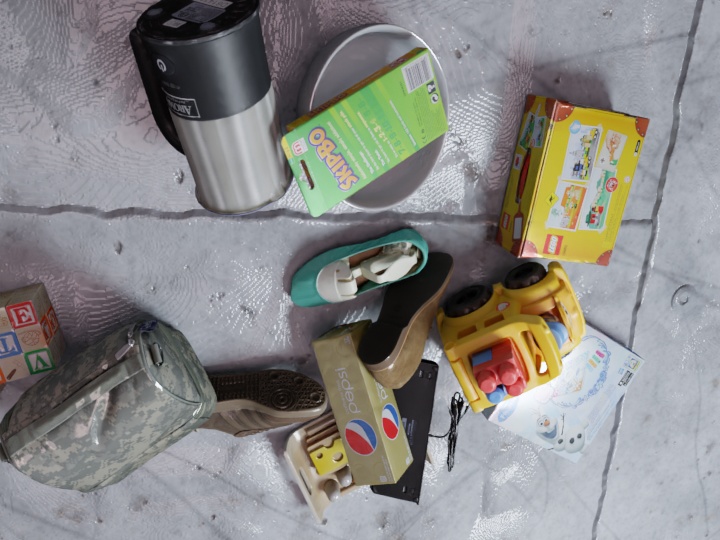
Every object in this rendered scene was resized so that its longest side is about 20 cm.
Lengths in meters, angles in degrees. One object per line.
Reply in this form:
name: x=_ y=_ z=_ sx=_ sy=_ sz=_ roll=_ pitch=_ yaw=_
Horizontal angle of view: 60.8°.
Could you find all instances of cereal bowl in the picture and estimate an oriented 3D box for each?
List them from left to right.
cereal bowl: x=0.006 y=-0.178 z=0.717 sx=0.195 sy=0.083 sz=0.206 roll=-13 pitch=115 yaw=-30

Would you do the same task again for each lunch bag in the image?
lunch bag: x=-0.281 y=0.150 z=0.699 sx=0.197 sy=0.168 sz=0.141 roll=-32 pitch=78 yaw=-1

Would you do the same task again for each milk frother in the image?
milk frother: x=-0.123 y=-0.204 z=0.651 sx=0.197 sy=0.180 sz=0.191 roll=-31 pitch=139 yaw=-22

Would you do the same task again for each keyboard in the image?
keyboard: x=0.084 y=0.226 z=0.858 sx=0.123 sy=0.021 sz=0.207 roll=9 pitch=99 yaw=10

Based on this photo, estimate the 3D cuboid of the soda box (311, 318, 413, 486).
soda box: x=0.004 y=0.174 z=0.816 sx=0.066 sy=0.064 sz=0.206 roll=-14 pitch=96 yaw=31

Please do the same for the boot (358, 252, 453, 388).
boot: x=0.069 y=0.063 z=0.815 sx=0.202 sy=0.072 sz=0.076 roll=-55 pitch=134 yaw=-26

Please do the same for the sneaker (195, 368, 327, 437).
sneaker: x=-0.140 y=0.181 z=0.818 sx=0.193 sy=0.071 sz=0.077 roll=3 pitch=129 yaw=1

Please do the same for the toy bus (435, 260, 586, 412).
toy bus: x=0.203 y=0.096 z=0.803 sx=0.196 sy=0.193 sz=0.138 roll=-25 pitch=103 yaw=13

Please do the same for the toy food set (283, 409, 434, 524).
toy food set: x=0.000 y=0.269 z=0.894 sx=0.196 sy=0.060 sz=0.147 roll=-26 pitch=114 yaw=-6

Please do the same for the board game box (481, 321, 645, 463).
board game box: x=0.314 y=0.177 z=0.958 sx=0.196 sy=0.043 sz=0.203 roll=28 pitch=100 yaw=-22

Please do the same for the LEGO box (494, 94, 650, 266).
LEGO box: x=0.281 y=-0.118 z=0.830 sx=0.144 sy=0.077 sz=0.206 roll=5 pitch=107 yaw=-17

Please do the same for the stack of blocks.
stack of blocks: x=-0.455 y=0.101 z=0.710 sx=0.194 sy=0.059 sz=0.119 roll=-15 pitch=112 yaw=-10

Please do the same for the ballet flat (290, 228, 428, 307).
ballet flat: x=0.000 y=0.000 z=0.796 sx=0.195 sy=0.070 sz=0.069 roll=-22 pitch=111 yaw=-7

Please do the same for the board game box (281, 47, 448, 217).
board game box: x=0.007 y=-0.149 z=0.661 sx=0.198 sy=0.030 sz=0.097 roll=-37 pitch=124 yaw=-20
